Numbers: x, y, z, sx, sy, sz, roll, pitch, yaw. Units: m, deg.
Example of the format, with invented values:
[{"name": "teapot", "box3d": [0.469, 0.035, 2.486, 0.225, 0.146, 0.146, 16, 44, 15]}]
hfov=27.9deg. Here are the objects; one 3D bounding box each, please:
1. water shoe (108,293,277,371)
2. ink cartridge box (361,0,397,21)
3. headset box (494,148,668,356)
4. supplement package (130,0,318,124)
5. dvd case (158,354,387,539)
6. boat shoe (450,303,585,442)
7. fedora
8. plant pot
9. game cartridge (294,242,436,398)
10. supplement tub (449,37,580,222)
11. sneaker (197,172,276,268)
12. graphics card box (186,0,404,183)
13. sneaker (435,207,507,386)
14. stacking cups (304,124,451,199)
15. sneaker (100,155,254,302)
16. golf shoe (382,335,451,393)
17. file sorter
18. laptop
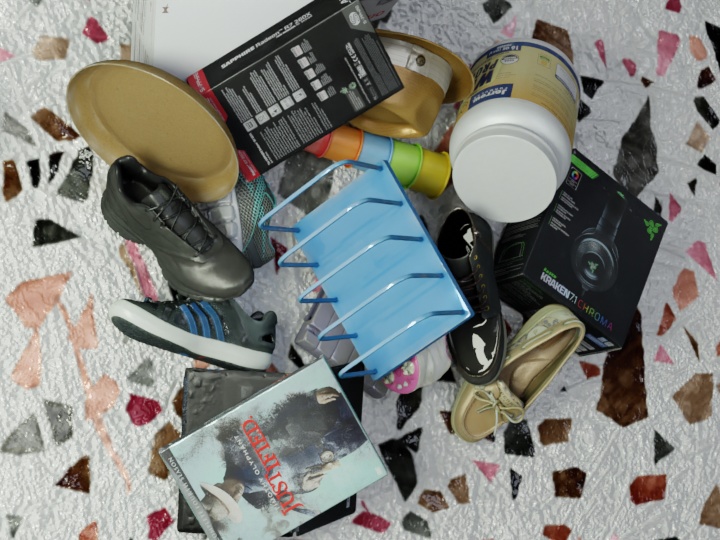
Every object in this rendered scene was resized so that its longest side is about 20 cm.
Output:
[{"name": "water shoe", "box3d": [-0.178, 0.050, 1.551, 0.198, 0.071, 0.080, 23, 74, -35]}, {"name": "ink cartridge box", "box3d": [-0.004, -0.350, 1.642, 0.144, 0.200, 0.086, -23, 82, -31]}, {"name": "headset box", "box3d": [0.272, -0.027, 1.807, 0.173, 0.092, 0.202, 35, 65, -20]}, {"name": "supplement package", "box3d": [-0.135, -0.254, 1.543, 0.197, 0.157, 0.111, -5, 41, -18]}, {"name": "dvd case", "box3d": [-0.090, 0.200, 1.515, 0.198, 0.022, 0.147, -29, 99, 2]}, {"name": "boat shoe", "box3d": [0.183, 0.124, 1.707, 0.073, 0.063, 0.201, 38, 93, -18]}, {"name": "fedora", "box3d": [0.032, -0.204, 1.650, 0.198, 0.200, 0.083, 18, 75, -26]}, {"name": "plant pot", "box3d": [-0.210, -0.147, 1.495, 0.199, 0.199, 0.028, 39, 56, -18]}, {"name": "game cartridge", "box3d": [0.017, 0.033, 1.686, 0.129, 0.038, 0.202, 38, 65, -23]}, {"name": "supplement tub", "box3d": [0.182, -0.166, 1.715, 0.144, 0.144, 0.201, 39, 38, -18]}, {"name": "sneaker", "box3d": [-0.135, -0.093, 1.611, 0.091, 0.077, 0.203, 7, 80, -45]}, {"name": "graphics card box", "box3d": [-0.067, -0.194, 1.507, 0.198, 0.051, 0.126, -31, 129, 4]}, {"name": "sneaker", "box3d": [0.119, 0.031, 1.665, 0.106, 0.074, 0.203, 22, 61, -72]}, {"name": "stacking cups", "box3d": [0.008, -0.139, 1.705, 0.198, 0.060, 0.061, 17, 73, -21]}, {"name": "sneaker", "box3d": [-0.193, -0.043, 1.506, 0.199, 0.091, 0.076, 34, 60, 12]}, {"name": "golf shoe", "box3d": [0.053, 0.037, 1.656, 0.091, 0.075, 0.203, -5, 86, -44]}, {"name": "file sorter", "box3d": [0.000, 0.000, 1.559, 0.202, 0.138, 0.122, 60, 22, 13]}, {"name": "laptop", "box3d": [-0.095, 0.188, 1.576, 0.197, 0.103, 0.180, 3, 97, -4]}]
